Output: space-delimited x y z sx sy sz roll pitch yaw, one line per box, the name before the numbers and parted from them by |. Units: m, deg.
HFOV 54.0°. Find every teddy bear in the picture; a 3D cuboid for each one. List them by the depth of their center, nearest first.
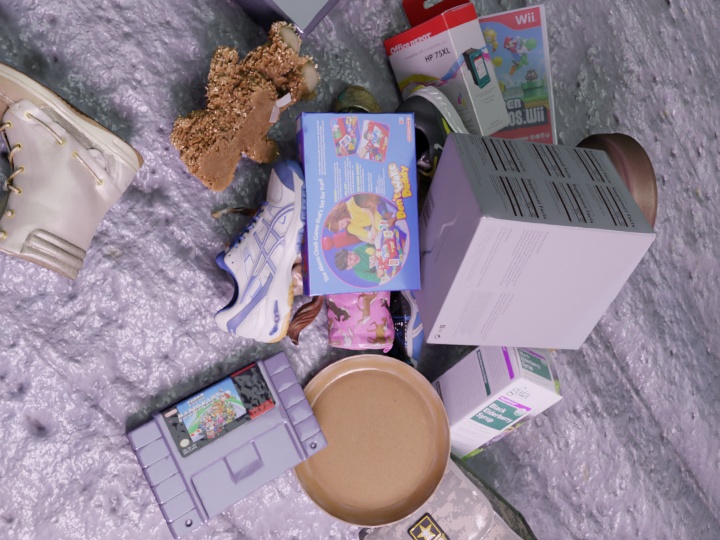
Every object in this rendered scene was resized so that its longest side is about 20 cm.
teddy bear | -0.127 -0.185 0.789 0.201 0.067 0.145 -57 149 5

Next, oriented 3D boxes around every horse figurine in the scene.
horse figurine | -0.089 -0.018 0.839 0.131 0.050 0.203 -23 100 -24

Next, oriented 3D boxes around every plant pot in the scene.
plant pot | 0.011 0.205 0.863 0.196 0.028 0.204 0 79 1
plant pot | 0.295 -0.099 1.024 0.172 0.200 0.204 -2 91 -13

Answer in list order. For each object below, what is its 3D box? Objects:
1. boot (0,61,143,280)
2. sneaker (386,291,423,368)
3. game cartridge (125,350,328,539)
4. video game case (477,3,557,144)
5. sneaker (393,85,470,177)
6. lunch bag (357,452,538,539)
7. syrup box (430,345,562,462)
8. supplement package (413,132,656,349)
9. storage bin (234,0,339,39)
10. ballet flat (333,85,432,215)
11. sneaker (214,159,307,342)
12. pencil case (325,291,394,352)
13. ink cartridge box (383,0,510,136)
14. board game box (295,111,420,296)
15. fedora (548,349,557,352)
boot | -0.329 -0.097 0.675 0.199 0.072 0.156 33 75 -29
sneaker | 0.070 0.032 0.924 0.076 0.075 0.204 0 91 -28
game cartridge | -0.146 0.188 0.793 0.198 0.038 0.131 -26 93 -28
video game case | 0.194 -0.252 0.981 0.017 0.141 0.204 -16 100 -71
sneaker | 0.111 -0.134 0.882 0.200 0.075 0.084 47 59 5
lunch bag | 0.114 0.343 0.901 0.164 0.118 0.200 -45 111 5
syrup box | 0.152 0.166 0.902 0.078 0.200 0.082 24 40 -30
supplement package | 0.178 -0.029 0.802 0.197 0.193 0.148 4 45 -15
storage bin | -0.090 -0.362 0.797 0.199 0.145 0.135 39 80 -26
ballet flat | 0.029 -0.140 0.901 0.071 0.070 0.201 -43 108 -25
sneaker | -0.111 -0.026 0.769 0.087 0.075 0.204 9 84 -13
pencil case | 0.000 0.000 0.878 0.083 0.085 0.204 0 90 -65
ink cartridge box | 0.105 -0.266 0.922 0.067 0.115 0.203 -31 106 -36
board game box | -0.003 -0.076 0.811 0.132 0.045 0.204 -2 92 -15
fedora | 0.208 0.056 0.988 0.199 0.200 0.082 -32 149 -28
